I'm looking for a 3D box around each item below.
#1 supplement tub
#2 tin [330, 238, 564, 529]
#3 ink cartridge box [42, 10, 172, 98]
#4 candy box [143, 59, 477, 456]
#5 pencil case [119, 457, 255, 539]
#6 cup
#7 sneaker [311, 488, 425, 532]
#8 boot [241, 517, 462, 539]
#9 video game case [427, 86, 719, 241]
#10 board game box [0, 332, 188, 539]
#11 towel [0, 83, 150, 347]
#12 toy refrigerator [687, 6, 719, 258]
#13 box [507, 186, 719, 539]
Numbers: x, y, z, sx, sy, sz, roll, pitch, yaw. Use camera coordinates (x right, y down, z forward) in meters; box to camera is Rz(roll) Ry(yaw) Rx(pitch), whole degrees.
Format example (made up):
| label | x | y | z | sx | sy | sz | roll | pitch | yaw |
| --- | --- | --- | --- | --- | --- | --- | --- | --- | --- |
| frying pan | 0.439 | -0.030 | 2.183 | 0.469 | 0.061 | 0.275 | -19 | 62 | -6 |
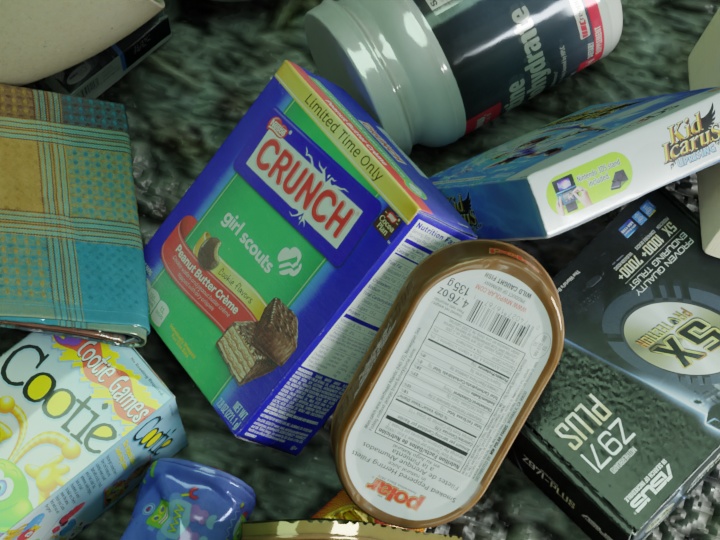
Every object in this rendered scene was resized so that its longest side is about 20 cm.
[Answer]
| label | x | y | z | sx | sy | sz | roll | pitch | yaw |
| --- | --- | --- | --- | --- | --- | --- | --- | --- | --- |
| supplement tub | 0.074 | -0.177 | 1.529 | 0.199 | 0.141 | 0.141 | -30 | 71 | -10 |
| tin | 0.055 | 0.076 | 1.379 | 0.111 | 0.042 | 0.201 | 26 | 105 | -6 |
| ink cartridge box | -0.242 | -0.221 | 1.606 | 0.099 | 0.039 | 0.200 | -41 | 73 | -13 |
| candy box | -0.045 | -0.008 | 1.435 | 0.200 | 0.077 | 0.169 | -50 | 54 | 13 |
| pencil case | -0.143 | 0.220 | 1.414 | 0.086 | 0.078 | 0.201 | 19 | 70 | 16 |
| cup | -0.257 | -0.209 | 1.496 | 0.143 | 0.200 | 0.201 | -43 | 73 | 6 |
| sneaker | -0.023 | 0.199 | 1.421 | 0.073 | 0.077 | 0.200 | 40 | 73 | 17 |
| boot | -0.003 | 0.262 | 1.352 | 0.174 | 0.066 | 0.202 | 11 | 76 | -31 |
| video game case | 0.143 | -0.071 | 1.438 | 0.180 | 0.200 | 0.046 | -23 | 99 | -24 |
| board game box | -0.228 | 0.127 | 1.436 | 0.200 | 0.105 | 0.103 | -39 | 73 | -13 |
| towel | -0.217 | -0.041 | 1.430 | 0.145 | 0.022 | 0.201 | 9 | 51 | -26 |
| toy refrigerator | 0.281 | -0.096 | 1.486 | 0.075 | 0.070 | 0.201 | 17 | 45 | -12 |
| box | 0.190 | 0.070 | 1.461 | 0.200 | 0.086 | 0.164 | -42 | 74 | -14 |
